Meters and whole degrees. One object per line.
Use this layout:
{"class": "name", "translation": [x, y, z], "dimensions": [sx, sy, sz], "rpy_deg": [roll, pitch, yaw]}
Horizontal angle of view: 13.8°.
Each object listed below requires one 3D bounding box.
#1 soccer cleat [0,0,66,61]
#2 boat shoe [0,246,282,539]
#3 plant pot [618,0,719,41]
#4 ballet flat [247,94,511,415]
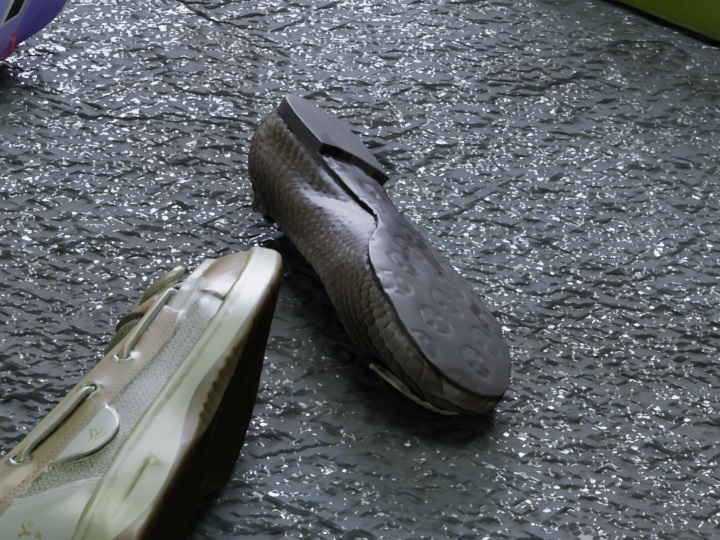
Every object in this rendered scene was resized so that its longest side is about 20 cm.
{"class": "soccer cleat", "translation": [-0.189, -0.089, 1.228], "dimensions": [0.200, 0.067, 0.077], "rpy_deg": [-16, 66, -50]}
{"class": "boat shoe", "translation": [-0.074, 0.046, 0.960], "dimensions": [0.063, 0.073, 0.201], "rpy_deg": [16, 34, 7]}
{"class": "plant pot", "translation": [0.183, -0.243, 1.496], "dimensions": [0.200, 0.182, 0.199], "rpy_deg": [27, 32, 36]}
{"class": "ballet flat", "translation": [0.000, 0.000, 1.112], "dimensions": [0.067, 0.046, 0.200], "rpy_deg": [29, 17, -36]}
